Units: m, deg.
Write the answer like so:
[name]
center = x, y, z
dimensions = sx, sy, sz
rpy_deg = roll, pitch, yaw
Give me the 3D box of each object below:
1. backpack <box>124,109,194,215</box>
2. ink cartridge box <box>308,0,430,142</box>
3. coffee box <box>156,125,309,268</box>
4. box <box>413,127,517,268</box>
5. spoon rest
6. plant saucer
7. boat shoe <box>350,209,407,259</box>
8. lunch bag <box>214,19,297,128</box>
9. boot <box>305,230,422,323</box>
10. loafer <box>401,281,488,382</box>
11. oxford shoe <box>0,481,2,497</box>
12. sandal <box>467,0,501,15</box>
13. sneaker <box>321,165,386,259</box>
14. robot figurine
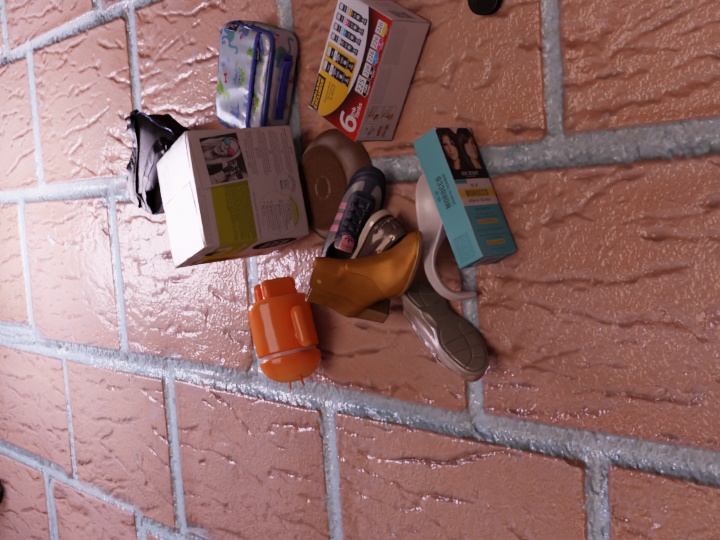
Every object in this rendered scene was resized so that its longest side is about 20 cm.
[backpack]
center = -0.395, -0.210, 1.861
dimensions = 0.200, 0.154, 0.191
rpy_deg = 38, 115, 46
[ink cartridge box]
center = -0.003, -0.331, 1.446
dimensions = 0.176, 0.084, 0.200
rpy_deg = 41, 125, 37
[coffee box]
center = -0.229, -0.129, 1.623
dimensions = 0.200, 0.197, 0.201
rpy_deg = -20, 80, 61
[box]
center = 0.150, -0.106, 1.311
dimensions = 0.049, 0.082, 0.200
rpy_deg = -31, 73, 45
[spoon rest]
center = 0.117, -0.049, 1.365
dimensions = 0.099, 0.060, 0.201
rpy_deg = 151, 105, -68
[plant saucer]
center = -0.054, -0.143, 1.572
dimensions = 0.200, 0.037, 0.201
rpy_deg = 9, 102, 48
[boat shoe]
center = 0.019, -0.003, 1.486
dimensions = 0.060, 0.072, 0.200
rpy_deg = 44, 126, 28
[lunch bag]
center = -0.191, -0.349, 1.661
dimensions = 0.161, 0.082, 0.201
rpy_deg = 30, 119, 39
[boot]
center = 0.000, 0.000, 1.407
dimensions = 0.071, 0.144, 0.201
rpy_deg = -85, 17, -48
[loafer]
center = 0.127, 0.100, 1.391
dimensions = 0.200, 0.072, 0.063
rpy_deg = 53, 148, 37
[oxford shoe]
center = -1.225, 0.730, 3.024
dimensions = 0.200, 0.073, 0.085
rpy_deg = -47, 45, 40
[sandal]
center = 0.168, -0.457, 1.261
dimensions = 0.075, 0.045, 0.201
rpy_deg = 10, 104, 47
[sneaker]
center = -0.010, -0.072, 1.484
dimensions = 0.082, 0.070, 0.200
rpy_deg = -83, 13, -57
[robot figurine]
center = -0.137, 0.115, 1.648
dimensions = 0.144, 0.117, 0.201
rpy_deg = -17, 82, 21
